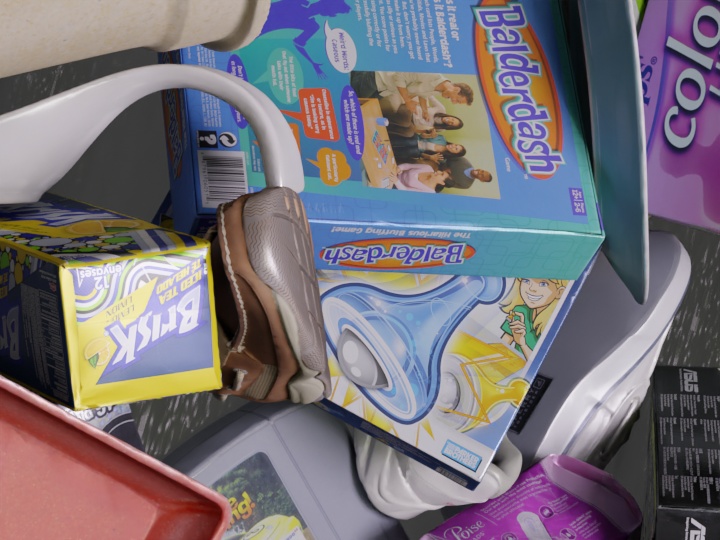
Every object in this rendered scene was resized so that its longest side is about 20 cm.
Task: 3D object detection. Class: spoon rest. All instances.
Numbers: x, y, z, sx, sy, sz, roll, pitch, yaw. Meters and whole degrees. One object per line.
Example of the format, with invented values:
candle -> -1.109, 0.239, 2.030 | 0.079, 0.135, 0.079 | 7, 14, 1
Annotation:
spoon rest -> -0.125, -0.060, 1.188 | 0.099, 0.199, 0.061 | -12, 101, -78

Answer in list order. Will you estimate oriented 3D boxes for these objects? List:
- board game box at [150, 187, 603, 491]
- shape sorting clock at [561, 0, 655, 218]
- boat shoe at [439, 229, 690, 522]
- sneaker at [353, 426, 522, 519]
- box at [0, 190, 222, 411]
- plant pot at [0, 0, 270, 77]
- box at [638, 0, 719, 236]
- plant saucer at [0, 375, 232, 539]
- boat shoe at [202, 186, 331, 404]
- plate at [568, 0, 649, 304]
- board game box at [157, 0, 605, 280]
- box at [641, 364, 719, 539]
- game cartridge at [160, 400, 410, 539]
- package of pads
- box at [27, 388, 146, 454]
board game box -> 0.000, 0.000, 1.310 | 0.199, 0.034, 0.136 | 28, 77, 2
shape sorting clock -> 0.126, -0.111, 1.455 | 0.199, 0.039, 0.201 | -13, 110, -39
boat shoe -> 0.119, 0.070, 1.465 | 0.200, 0.073, 0.065 | -51, 131, -6
sneaker -> 0.046, 0.024, 1.363 | 0.078, 0.099, 0.201 | -18, 100, -55
box -> -0.132, 0.010, 1.174 | 0.070, 0.200, 0.065 | -8, 102, -26
plant pot -> -0.165, -0.159, 1.151 | 0.183, 0.200, 0.201 | -23, 110, -20
box -> 0.243, -0.094, 1.400 | 0.096, 0.200, 0.177 | 14, 93, -42
plant saucer -> -0.181, 0.135, 1.085 | 0.200, 0.037, 0.200 | 31, 88, -30
boat shoe -> -0.053, 0.019, 1.182 | 0.071, 0.200, 0.076 | -7, 70, 0
plate -> 0.121, -0.082, 1.336 | 0.025, 0.200, 0.201 | -5, 103, 2
board game box -> 0.007, -0.073, 1.280 | 0.199, 0.045, 0.153 | 3, 58, -16
box -> 0.171, 0.174, 1.434 | 0.047, 0.200, 0.194 | 5, 109, 4
game cartridge -> -0.069, 0.154, 1.351 | 0.200, 0.041, 0.133 | -42, 115, -25
package of pads -> 0.085, 0.206, 1.414 | 0.120, 0.076, 0.201 | -29, 136, -33
box -> -0.199, 0.129, 1.186 | 0.200, 0.132, 0.115 | -30, 114, -29
